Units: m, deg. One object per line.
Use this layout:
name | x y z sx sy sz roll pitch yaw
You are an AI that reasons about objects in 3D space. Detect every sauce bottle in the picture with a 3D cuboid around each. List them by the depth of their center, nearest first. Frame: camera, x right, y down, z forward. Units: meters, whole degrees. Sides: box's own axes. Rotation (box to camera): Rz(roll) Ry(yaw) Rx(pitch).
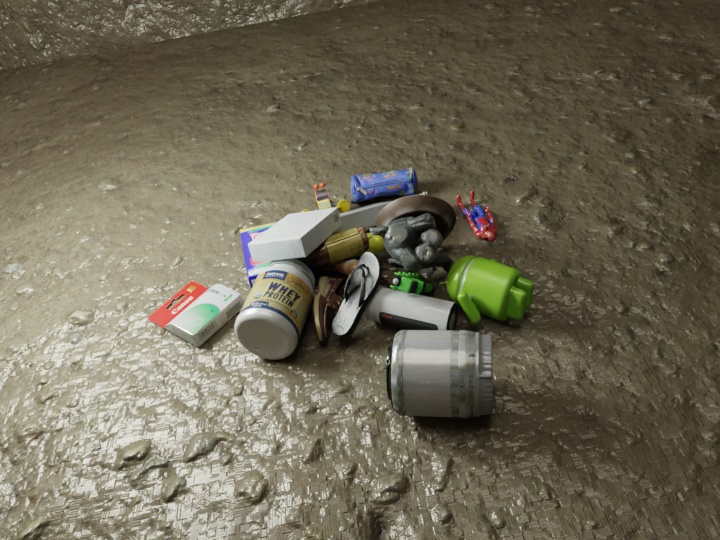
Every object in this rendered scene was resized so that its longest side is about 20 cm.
sauce bottle | -0.077 -0.047 1.543 0.196 0.067 0.066 -18 40 -9

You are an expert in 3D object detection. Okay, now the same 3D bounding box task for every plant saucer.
plant saucer | 0.136 -0.106 1.571 0.195 0.202 0.033 -6 56 4

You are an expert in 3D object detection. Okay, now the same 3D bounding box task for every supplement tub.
supplement tub | -0.185 0.081 1.451 0.141 0.146 0.202 2 41 14

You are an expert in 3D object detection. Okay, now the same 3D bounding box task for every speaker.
speaker | 0.111 0.090 1.429 0.196 0.082 0.082 12 44 23

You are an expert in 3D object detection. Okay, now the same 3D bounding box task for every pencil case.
pencil case | 0.065 -0.240 1.826 0.195 0.080 0.087 -8 10 3

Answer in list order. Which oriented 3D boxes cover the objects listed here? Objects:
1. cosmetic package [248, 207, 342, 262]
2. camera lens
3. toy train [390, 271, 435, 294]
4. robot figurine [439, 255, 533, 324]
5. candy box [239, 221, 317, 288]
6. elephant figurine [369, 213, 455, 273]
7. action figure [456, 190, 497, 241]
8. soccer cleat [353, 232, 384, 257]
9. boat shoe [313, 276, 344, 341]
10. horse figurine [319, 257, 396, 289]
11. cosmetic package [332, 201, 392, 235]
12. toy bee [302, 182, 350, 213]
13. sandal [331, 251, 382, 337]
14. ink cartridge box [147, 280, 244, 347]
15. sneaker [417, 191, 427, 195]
cosmetic package | -0.152 -0.087 1.539 0.148 0.053 0.200 -3 24 27
camera lens | 0.152 0.196 1.233 0.195 0.162 0.162 -1 40 11
toy train | 0.121 0.031 1.443 0.056 0.043 0.199 22 6 22
robot figurine | 0.277 0.037 1.426 0.197 0.118 0.175 19 40 28
candy box | -0.211 -0.038 1.649 0.165 0.078 0.201 -14 39 -7
elephant figurine | 0.127 -0.047 1.496 0.140 0.200 0.157 -31 78 3
action figure | 0.307 -0.138 1.685 0.064 0.052 0.202 -12 42 -8
soccer cleat | -0.031 -0.049 1.623 0.196 0.066 0.084 -3 26 25
boat shoe | -0.066 0.082 1.486 0.070 0.073 0.201 -3 33 6
horse figurine | 0.000 0.000 1.542 0.130 0.051 0.199 0 14 -29
cosmetic package | -0.006 -0.132 1.690 0.197 0.052 0.082 -18 9 -27
toy bee | -0.106 -0.174 1.765 0.129 0.110 0.200 -29 43 -19
sandal | -0.008 0.049 1.425 0.075 0.043 0.203 7 68 40
ink cartridge box | -0.404 0.087 1.568 0.197 0.051 0.161 22 49 30
sneaker | 0.127 -0.135 1.670 0.199 0.082 0.075 -33 4 -41
